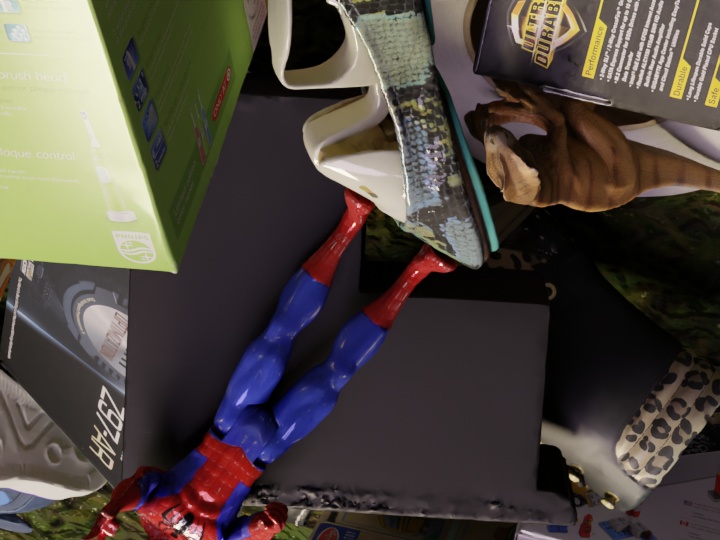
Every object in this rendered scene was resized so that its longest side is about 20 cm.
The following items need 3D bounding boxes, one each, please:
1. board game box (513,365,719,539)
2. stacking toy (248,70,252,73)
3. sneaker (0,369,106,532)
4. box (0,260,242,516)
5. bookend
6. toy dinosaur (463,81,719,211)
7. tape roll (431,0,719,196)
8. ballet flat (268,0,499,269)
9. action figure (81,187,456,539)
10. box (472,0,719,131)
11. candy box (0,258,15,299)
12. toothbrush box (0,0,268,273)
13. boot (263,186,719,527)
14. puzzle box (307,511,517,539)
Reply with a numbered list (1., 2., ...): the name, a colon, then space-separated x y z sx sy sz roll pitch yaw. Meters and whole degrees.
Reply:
1. board game box: 0.185 0.110 1.201 0.200 0.126 0.035 13 145 6
2. stacking toy: -0.138 -0.073 1.125 0.200 0.146 0.146 2 145 -9
3. sneaker: -0.254 0.094 1.372 0.146 0.081 0.200 -10 157 38
4. box: -0.114 0.039 1.238 0.160 0.044 0.200 46 148 17
5. bookend: 0.000 0.000 1.056 0.198 0.092 0.200 3 101 1
6. toy dinosaur: 0.100 -0.047 1.014 0.200 0.106 0.060 -4 140 -47
7. tape roll: 0.100 -0.109 1.027 0.202 0.037 0.203 12 144 9
8. ballet flat: 0.002 -0.075 0.932 0.074 0.074 0.200 0 130 22
9. action figure: -0.043 0.065 0.976 0.065 0.099 0.200 35 102 -3
10. box: 0.140 -0.148 0.905 0.159 0.049 0.200 14 127 4
11. candy box: -0.173 -0.024 0.945 0.055 0.200 0.116 10 146 8
12. toothbrush box: -0.103 -0.118 0.842 0.086 0.146 0.200 5 142 13
13. boot: 0.063 0.076 1.148 0.154 0.073 0.204 39 99 2
14. puzzle box: 0.049 0.135 1.250 0.133 0.200 0.025 11 108 7
